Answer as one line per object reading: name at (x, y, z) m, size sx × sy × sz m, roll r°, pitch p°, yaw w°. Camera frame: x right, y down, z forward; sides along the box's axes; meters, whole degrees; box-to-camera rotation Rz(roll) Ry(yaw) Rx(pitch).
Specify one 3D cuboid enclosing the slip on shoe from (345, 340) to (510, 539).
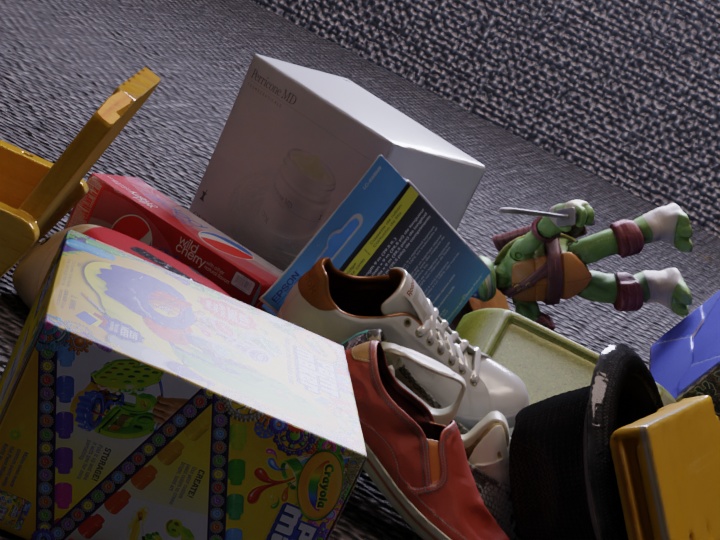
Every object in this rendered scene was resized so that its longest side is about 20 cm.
slip on shoe at (0.047, 0.131, 1.388) m, size 0.200 × 0.061 × 0.074 m, roll 50°, pitch 12°, yaw 0°

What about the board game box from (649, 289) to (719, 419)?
board game box at (0.343, 0.135, 1.752) m, size 0.200 × 0.097 × 0.160 m, roll 45°, pitch 22°, yaw -10°

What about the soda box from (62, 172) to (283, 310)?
soda box at (-0.146, -0.008, 1.688) m, size 0.200 × 0.064 × 0.070 m, roll 32°, pitch 14°, yaw 28°

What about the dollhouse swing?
dollhouse swing at (-0.273, -0.098, 1.551) m, size 0.181 × 0.176 × 0.200 m, roll 25°, pitch 13°, yaw -1°

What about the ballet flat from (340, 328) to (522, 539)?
ballet flat at (0.063, 0.113, 1.451) m, size 0.200 × 0.072 × 0.072 m, roll 42°, pitch 10°, yaw -9°

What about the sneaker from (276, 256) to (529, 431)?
sneaker at (0.042, 0.052, 1.498) m, size 0.200 × 0.085 × 0.073 m, roll 22°, pitch 34°, yaw -12°

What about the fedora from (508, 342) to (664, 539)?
fedora at (0.158, 0.151, 1.440) m, size 0.091 × 0.201 × 0.200 m, roll -7°, pitch -1°, yaw 23°

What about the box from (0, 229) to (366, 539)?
box at (-0.113, 0.089, 1.208) m, size 0.192 × 0.122 × 0.200 m, roll 24°, pitch 12°, yaw -11°

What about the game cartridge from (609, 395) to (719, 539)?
game cartridge at (0.225, 0.182, 1.418) m, size 0.032 × 0.177 × 0.200 m, roll -12°, pitch -2°, yaw 21°

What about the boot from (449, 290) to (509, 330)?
boot at (0.089, 0.011, 1.868) m, size 0.200 × 0.068 × 0.189 m, roll -1°, pitch 65°, yaw -61°

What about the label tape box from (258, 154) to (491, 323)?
label tape box at (0.000, 0.000, 1.611) m, size 0.066 × 0.143 × 0.200 m, roll 35°, pitch -5°, yaw 40°

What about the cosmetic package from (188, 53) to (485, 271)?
cosmetic package at (-0.032, -0.049, 1.759) m, size 0.123 × 0.200 × 0.199 m, roll 13°, pitch 16°, yaw -45°

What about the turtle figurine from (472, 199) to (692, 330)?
turtle figurine at (0.193, 0.014, 1.764) m, size 0.193 × 0.144 × 0.200 m, roll -9°, pitch -5°, yaw -11°

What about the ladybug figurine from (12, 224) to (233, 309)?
ladybug figurine at (-0.156, 0.027, 1.498) m, size 0.200 × 0.072 × 0.136 m, roll 28°, pitch 12°, yaw 13°

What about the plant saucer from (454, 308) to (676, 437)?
plant saucer at (0.145, 0.114, 1.585) m, size 0.200 × 0.048 × 0.200 m, roll 27°, pitch 39°, yaw 6°
